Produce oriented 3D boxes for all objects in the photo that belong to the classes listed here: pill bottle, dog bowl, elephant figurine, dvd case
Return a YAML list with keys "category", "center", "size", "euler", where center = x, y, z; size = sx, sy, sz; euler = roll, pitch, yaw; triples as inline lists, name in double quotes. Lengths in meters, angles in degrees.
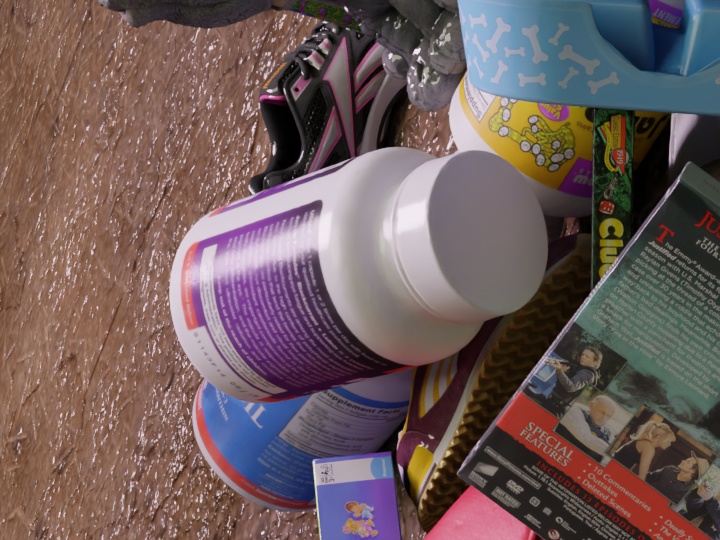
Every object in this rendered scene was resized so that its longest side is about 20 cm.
- category: "pill bottle"
  center: [0.113, -0.100, 1.269]
  size: [0.201, 0.104, 0.105]
  euler: [-60, 30, 33]
- category: "dog bowl"
  center: [0.140, -0.103, 1.127]
  size: [0.112, 0.198, 0.050]
  euler: [-68, -19, -76]
- category: "elephant figurine"
  center: [-0.018, -0.184, 1.325]
  size: [0.155, 0.199, 0.142]
  euler: [-68, 1, -65]
- category: "pill bottle"
  center: [0.000, 0.000, 1.267]
  size: [0.199, 0.111, 0.112]
  euler: [-17, 62, 49]
- category: "dvd case"
  center: [0.149, 0.066, 1.082]
  size: [0.200, 0.146, 0.022]
  euler: [-57, -4, 37]
- category: "pill bottle"
  center: [-0.011, 0.046, 1.448]
  size: [0.200, 0.112, 0.113]
  euler: [-52, 34, 41]

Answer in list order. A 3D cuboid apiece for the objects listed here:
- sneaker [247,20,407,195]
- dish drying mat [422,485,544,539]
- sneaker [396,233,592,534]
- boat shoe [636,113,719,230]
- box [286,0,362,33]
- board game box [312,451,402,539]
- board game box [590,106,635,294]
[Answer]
- category: "sneaker"
  center: [-0.020, -0.121, 1.581]
  size: [0.080, 0.086, 0.202]
  euler: [-11, 67, 61]
- category: "dish drying mat"
  center: [0.020, 0.187, 1.222]
  size: [0.200, 0.018, 0.077]
  euler: [-49, 36, 2]
- category: "sneaker"
  center: [0.070, 0.046, 1.320]
  size: [0.201, 0.074, 0.090]
  euler: [-61, 34, 28]
- category: "boat shoe"
  center: [0.169, -0.020, 1.151]
  size: [0.075, 0.068, 0.201]
  euler: [-54, 32, 42]
- category: "box"
  center: [0.000, -0.243, 1.465]
  size: [0.122, 0.199, 0.194]
  euler: [32, 106, 66]
- category: "board game box"
  center: [0.007, 0.220, 1.327]
  size: [0.135, 0.044, 0.201]
  euler: [86, 178, -52]
- category: "board game box"
  center: [0.120, 0.013, 1.173]
  size: [0.105, 0.023, 0.202]
  euler: [-74, -16, -76]
